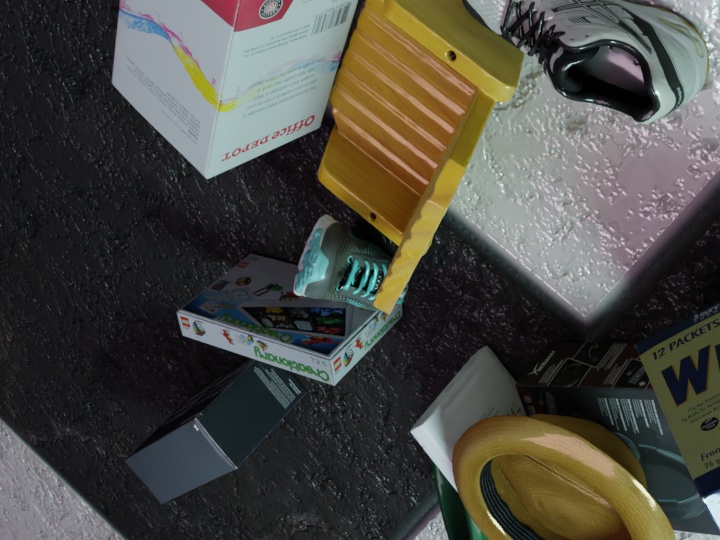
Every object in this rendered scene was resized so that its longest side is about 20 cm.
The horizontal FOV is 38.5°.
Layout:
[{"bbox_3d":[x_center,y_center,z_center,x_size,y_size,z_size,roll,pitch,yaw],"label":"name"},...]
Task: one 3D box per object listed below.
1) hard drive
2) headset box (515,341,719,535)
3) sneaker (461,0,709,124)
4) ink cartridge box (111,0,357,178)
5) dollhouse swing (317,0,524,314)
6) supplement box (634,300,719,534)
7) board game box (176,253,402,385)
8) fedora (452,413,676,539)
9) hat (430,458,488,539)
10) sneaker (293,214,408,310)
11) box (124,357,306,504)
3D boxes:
[{"bbox_3d":[0.145,0.187,0.969,0.201,0.132,0.027,51,137,-3],"label":"hard drive"},{"bbox_3d":[0.253,0.142,0.888,0.199,0.077,0.150,-2,118,42],"label":"headset box"},{"bbox_3d":[0.148,-0.171,0.739,0.199,0.088,0.076,29,136,22],"label":"sneaker"},{"bbox_3d":[-0.105,-0.212,0.865,0.145,0.145,0.201,43,138,21],"label":"ink cartridge box"},{"bbox_3d":[0.018,-0.102,0.834,0.181,0.176,0.201,38,138,10],"label":"dollhouse swing"},{"bbox_3d":[0.305,0.140,0.698,0.133,0.200,0.201,-28,108,14],"label":"supplement box"},{"bbox_3d":[-0.073,0.044,1.052,0.198,0.126,0.035,15,128,32],"label":"board game box"},{"bbox_3d":[0.176,0.183,0.866,0.199,0.082,0.202,20,132,23],"label":"fedora"},{"bbox_3d":[0.174,0.219,1.044,0.166,0.174,0.202,-115,15,-61],"label":"hat"},{"bbox_3d":[0.000,0.000,0.944,0.090,0.200,0.078,20,95,11],"label":"sneaker"},{"bbox_3d":[-0.176,0.187,1.232,0.079,0.141,0.199,52,138,-4],"label":"box"}]
